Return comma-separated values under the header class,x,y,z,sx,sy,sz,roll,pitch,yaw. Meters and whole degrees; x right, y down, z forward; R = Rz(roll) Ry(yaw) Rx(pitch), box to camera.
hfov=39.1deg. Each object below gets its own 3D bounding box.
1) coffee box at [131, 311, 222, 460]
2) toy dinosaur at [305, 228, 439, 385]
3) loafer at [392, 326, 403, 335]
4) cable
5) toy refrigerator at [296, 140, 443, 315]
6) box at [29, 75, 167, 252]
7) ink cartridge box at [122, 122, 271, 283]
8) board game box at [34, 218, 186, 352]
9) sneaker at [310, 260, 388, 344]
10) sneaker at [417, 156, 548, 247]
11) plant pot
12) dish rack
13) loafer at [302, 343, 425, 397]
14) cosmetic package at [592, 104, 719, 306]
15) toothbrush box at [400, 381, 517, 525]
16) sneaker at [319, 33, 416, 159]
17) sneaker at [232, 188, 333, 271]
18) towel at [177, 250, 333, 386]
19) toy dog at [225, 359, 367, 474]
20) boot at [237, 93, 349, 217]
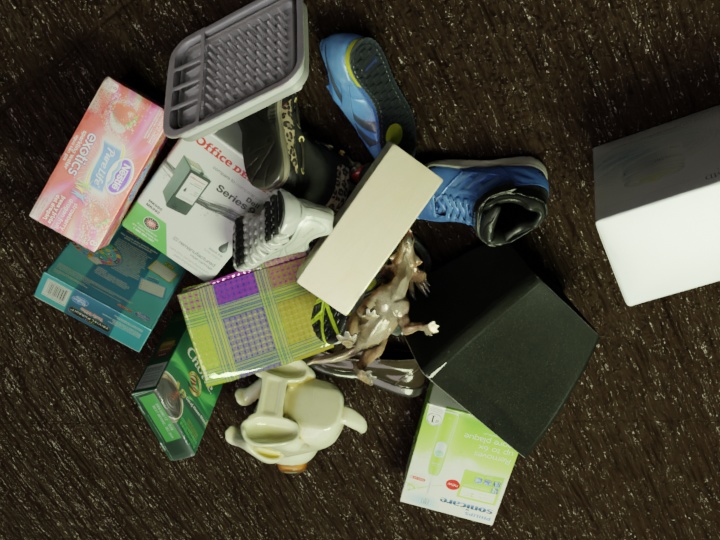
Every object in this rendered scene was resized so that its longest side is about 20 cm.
class,x,y,z,sx,sy,sz,roll,pitch,yaw
coffee box,-0.251,0.157,1.439,0.044,0.200,0.123,-15,116,17
toy dinosaur,0.023,0.055,1.263,0.086,0.136,0.200,40,109,-17
loafer,0.017,0.044,1.394,0.200,0.063,0.072,35,122,-11
cable,0.033,-0.075,1.344,0.200,0.050,0.097,38,105,-27
toy refrigerator,0.009,-0.053,1.225,0.076,0.070,0.200,34,97,-9
box,-0.320,-0.135,1.282,0.094,0.103,0.201,30,93,-7
ink cartridge box,-0.198,-0.105,1.332,0.146,0.084,0.200,35,122,-12
board game box,-0.320,0.001,1.355,0.151,0.200,0.047,30,123,-8
sneaker,0.000,0.000,1.318,0.075,0.076,0.201,33,106,32
sneaker,0.134,-0.080,1.254,0.199,0.111,0.077,-5,129,9
plant pot,0.183,0.079,1.299,0.177,0.200,0.200,-44,114,10
dish rack,-0.141,-0.239,1.202,0.199,0.172,0.044,-22,139,24
loafer,0.003,0.115,1.445,0.199,0.073,0.072,17,112,-2
cosmetic package,0.379,-0.083,1.158,0.199,0.200,0.123,-18,117,21
toothbrush box,0.151,0.260,1.489,0.145,0.086,0.201,15,125,3
sneaker,0.008,-0.204,1.252,0.078,0.066,0.201,17,144,44
sneaker,-0.100,-0.041,1.233,0.081,0.076,0.200,4,167,-28
towel,-0.135,0.064,1.376,0.199,0.023,0.144,-19,96,-18
toy dog,-0.097,0.214,1.464,0.193,0.140,0.200,3,154,-11
boot,-0.081,-0.167,1.256,0.073,0.201,0.150,-22,151,26
